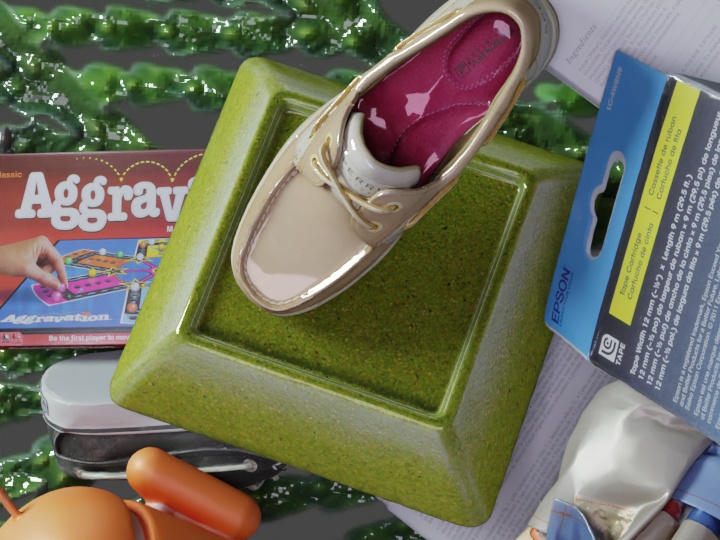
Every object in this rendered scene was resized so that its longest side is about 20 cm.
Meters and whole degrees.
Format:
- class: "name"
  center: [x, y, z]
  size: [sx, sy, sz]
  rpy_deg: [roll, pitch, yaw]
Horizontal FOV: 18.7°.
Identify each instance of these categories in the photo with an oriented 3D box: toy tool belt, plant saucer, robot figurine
- class: "toy tool belt"
  center: [0.158, 0.147, 1.003]
  size: [0.200, 0.125, 0.123]
  rpy_deg: [27, 73, 35]
- class: "plant saucer"
  center: [0.000, 0.000, 1.077]
  size: [0.200, 0.048, 0.200]
  rpy_deg: [19, 73, 7]
- class: "robot figurine"
  center: [-0.108, 0.176, 1.084]
  size: [0.200, 0.117, 0.144]
  rpy_deg: [27, 109, -29]

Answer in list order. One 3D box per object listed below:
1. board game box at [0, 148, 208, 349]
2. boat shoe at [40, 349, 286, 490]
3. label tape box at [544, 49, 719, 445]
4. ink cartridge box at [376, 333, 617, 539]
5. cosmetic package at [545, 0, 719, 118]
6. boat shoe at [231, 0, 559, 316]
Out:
- class: "board game box"
  center: [-0.099, -0.012, 1.136]
  size: [0.200, 0.019, 0.103]
  rpy_deg: [-1, 81, 7]
- class: "boat shoe"
  center: [-0.064, 0.077, 1.131]
  size: [0.200, 0.071, 0.064]
  rpy_deg: [0, 119, 9]
- class: "label tape box"
  center: [0.179, 0.000, 0.970]
  size: [0.066, 0.200, 0.143]
  rpy_deg: [1, 111, -36]
- class: "ink cartridge box"
  center: [0.087, 0.075, 1.133]
  size: [0.200, 0.057, 0.163]
  rpy_deg: [36, 100, 22]
- class: "cosmetic package"
  center: [0.103, -0.138, 1.065]
  size: [0.200, 0.113, 0.081]
  rpy_deg: [37, 99, -1]
- class: "boat shoe"
  center: [0.009, -0.056, 1.000]
  size: [0.074, 0.069, 0.200]
  rpy_deg: [41, 103, 1]
